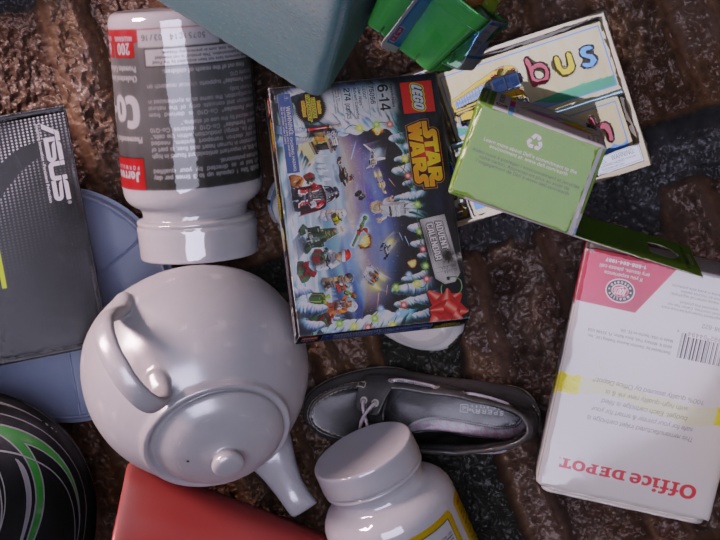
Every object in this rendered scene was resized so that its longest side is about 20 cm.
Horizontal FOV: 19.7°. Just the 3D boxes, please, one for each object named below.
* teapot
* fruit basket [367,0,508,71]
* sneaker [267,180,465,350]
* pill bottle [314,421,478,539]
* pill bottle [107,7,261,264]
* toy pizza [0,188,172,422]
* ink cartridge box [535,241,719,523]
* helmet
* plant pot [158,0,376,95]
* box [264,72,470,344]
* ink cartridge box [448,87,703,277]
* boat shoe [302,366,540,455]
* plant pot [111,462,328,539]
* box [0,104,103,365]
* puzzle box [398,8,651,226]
[{"bbox_3d":[-0.125,0.101,1.643,0.199,0.146,0.198,-3,134,-19],"label":"teapot"},{"bbox_3d":[0.099,-0.241,1.579,0.094,0.185,0.200,45,101,5],"label":"fruit basket"},{"bbox_3d":[0.000,0.000,1.681,0.200,0.087,0.075,38,100,-3],"label":"sneaker"},{"bbox_3d":[0.040,0.229,1.684,0.112,0.112,0.200,-21,109,9],"label":"pill bottle"},{"bbox_3d":[-0.138,-0.110,1.661,0.113,0.114,0.201,-3,99,6],"label":"pill bottle"},{"bbox_3d":[-0.248,0.028,1.739,0.199,0.032,0.201,1,98,6],"label":"toy pizza"},{"bbox_3d":[0.230,0.086,1.672,0.145,0.083,0.201,13,100,3],"label":"ink cartridge box"},{"bbox_3d":[-0.315,0.191,1.692,0.199,0.200,0.191,-10,77,7],"label":"helmet"},{"bbox_3d":[-0.048,-0.290,1.540,0.196,0.200,0.196,31,67,0],"label":"plant pot"},{"bbox_3d":[0.004,-0.049,1.624,0.136,0.040,0.201,-7,80,-8],"label":"box"},{"bbox_3d":[0.174,-0.070,1.594,0.199,0.148,0.076,18,100,2],"label":"ink cartridge box"},{"bbox_3d":[0.049,0.118,1.710,0.199,0.057,0.067,2,100,6],"label":"boat shoe"},{"bbox_3d":[-0.124,0.270,1.697,0.177,0.200,0.201,10,101,-4],"label":"plant pot"},{"bbox_3d":[-0.314,-0.020,1.675,0.192,0.048,0.201,-10,93,-7],"label":"box"},{"bbox_3d":[0.123,-0.119,1.678,0.199,0.025,0.133,-18,97,9],"label":"puzzle box"}]
